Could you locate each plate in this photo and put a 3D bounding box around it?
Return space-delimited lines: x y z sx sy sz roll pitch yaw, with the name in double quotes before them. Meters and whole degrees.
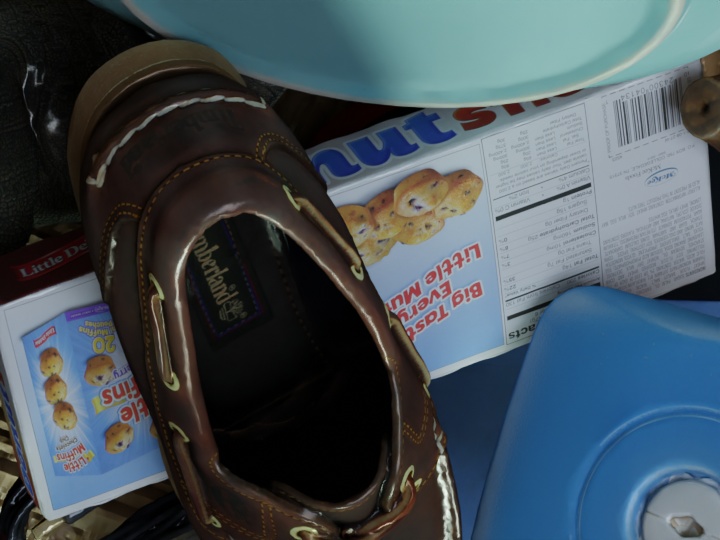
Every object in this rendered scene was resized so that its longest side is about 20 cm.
"plate" 0.007 -0.076 0.656 0.199 0.200 0.026 21 64 -30

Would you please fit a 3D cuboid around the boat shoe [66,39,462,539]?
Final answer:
"boat shoe" -0.017 0.036 0.721 0.070 0.070 0.200 -32 133 -5

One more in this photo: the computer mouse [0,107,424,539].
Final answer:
"computer mouse" -0.016 0.020 0.802 0.200 0.034 0.059 -42 123 -6

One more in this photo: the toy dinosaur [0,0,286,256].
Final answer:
"toy dinosaur" -0.087 -0.033 0.772 0.199 0.077 0.103 -18 104 -13

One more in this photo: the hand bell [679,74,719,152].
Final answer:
"hand bell" 0.158 -0.037 0.820 0.199 0.104 0.105 2 110 -46

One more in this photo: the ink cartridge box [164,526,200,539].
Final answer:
"ink cartridge box" -0.032 0.167 0.764 0.067 0.200 0.117 -24 116 10

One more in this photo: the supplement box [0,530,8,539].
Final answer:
"supplement box" -0.176 0.143 0.712 0.132 0.200 0.198 21 100 -30

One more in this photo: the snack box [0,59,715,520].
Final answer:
"snack box" 0.000 0.000 0.767 0.199 0.024 0.072 -20 128 -14

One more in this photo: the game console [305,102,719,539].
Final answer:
"game console" 0.047 0.047 0.880 0.176 0.031 0.201 4 108 -26

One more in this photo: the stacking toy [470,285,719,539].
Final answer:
"stacking toy" 0.111 0.075 0.837 0.200 0.116 0.110 17 88 -72
